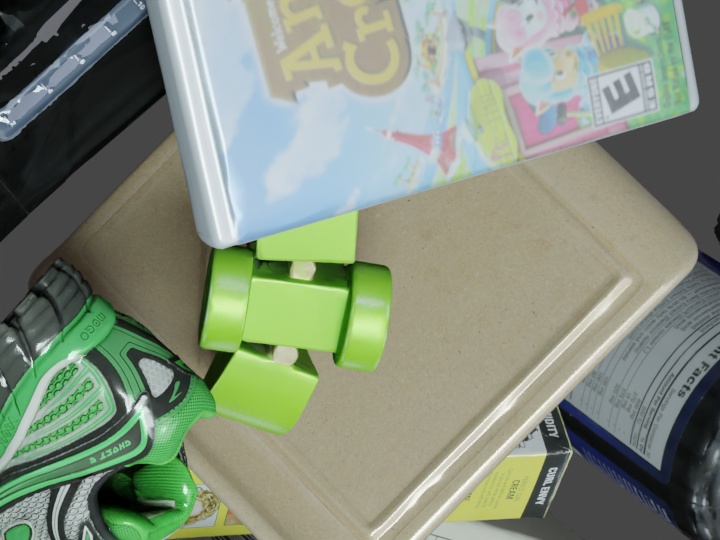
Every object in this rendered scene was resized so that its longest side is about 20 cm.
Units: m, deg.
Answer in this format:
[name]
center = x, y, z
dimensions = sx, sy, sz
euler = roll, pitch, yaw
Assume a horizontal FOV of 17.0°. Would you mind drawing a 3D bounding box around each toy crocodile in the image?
[toy crocodile]
center = -0.019, -0.028, 0.848
dimensions = 0.067, 0.062, 0.200
euler = 7, 115, -8

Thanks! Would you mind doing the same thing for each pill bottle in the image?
[pill bottle]
center = 0.160, 0.061, 1.083
dimensions = 0.112, 0.200, 0.112
euler = -21, 128, -29

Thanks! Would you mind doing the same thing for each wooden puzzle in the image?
[wooden puzzle]
center = 0.000, 0.000, 0.934
dimensions = 0.200, 0.185, 0.037
euler = -44, 167, -3

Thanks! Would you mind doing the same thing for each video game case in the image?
[video game case]
center = 0.013, -0.126, 0.778
dimensions = 0.182, 0.022, 0.200
euler = -17, 106, -19

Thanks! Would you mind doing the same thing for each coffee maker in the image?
[coffee maker]
center = -0.149, -0.064, 0.821
dimensions = 0.200, 0.135, 0.192
euler = -43, 159, -8

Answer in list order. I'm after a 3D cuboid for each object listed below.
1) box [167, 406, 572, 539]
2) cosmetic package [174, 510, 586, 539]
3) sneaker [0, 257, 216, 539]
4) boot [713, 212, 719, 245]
[box]
center = -0.021, 0.065, 0.979
dimensions = 0.200, 0.075, 0.050
euler = -1, 139, -16
[cosmetic package]
center = 0.012, 0.142, 1.106
dimensions = 0.200, 0.073, 0.104
euler = 23, 100, -46
[sneaker]
center = -0.110, 0.086, 0.867
dimensions = 0.078, 0.085, 0.200
euler = -49, 172, -37
[boot]
center = 0.254, -0.062, 1.172
dimensions = 0.168, 0.076, 0.200
euler = -28, 137, -28
